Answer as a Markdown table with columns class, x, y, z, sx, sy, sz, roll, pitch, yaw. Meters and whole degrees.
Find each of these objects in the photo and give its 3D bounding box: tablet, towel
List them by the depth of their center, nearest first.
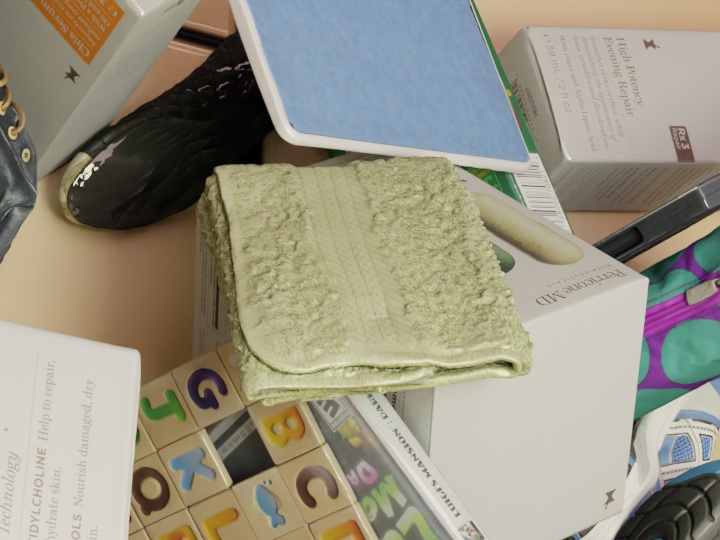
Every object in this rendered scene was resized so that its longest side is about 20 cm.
| class | x | y | z | sx | sy | sz | roll | pitch | yaw |
| --- | --- | --- | --- | --- | --- | --- | --- | --- | --- |
| towel | 0.000 | 0.000 | 1.343 | 0.148 | 0.037 | 0.200 | -4 | 32 | -9 |
| tablet | 0.009 | -0.116 | 1.480 | 0.199 | 0.014 | 0.131 | 4 | 58 | -46 |

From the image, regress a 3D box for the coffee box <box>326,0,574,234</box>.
| class | x | y | z | sx | sy | sz | roll | pitch | yaw |
| --- | --- | --- | --- | --- | --- | --- | --- | --- | --- |
| coffee box | 0.042 | -0.072 | 1.593 | 0.044 | 0.123 | 0.201 | -2 | 62 | -47 |

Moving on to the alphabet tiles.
| class | x | y | z | sx | sy | sz | roll | pitch | yaw |
| --- | --- | --- | --- | --- | --- | --- | --- | --- | --- |
| alphabet tiles | -0.062 | 0.145 | 1.388 | 0.008 | 0.167 | 0.201 | -29 | 92 | -54 |

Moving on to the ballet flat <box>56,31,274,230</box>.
| class | x | y | z | sx | sy | sz | roll | pitch | yaw |
| --- | --- | --- | --- | --- | --- | --- | --- | --- | --- |
| ballet flat | -0.105 | -0.081 | 1.577 | 0.200 | 0.057 | 0.067 | -36 | 127 | -36 |

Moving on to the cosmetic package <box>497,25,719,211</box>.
| class | x | y | z | sx | sy | sz | roll | pitch | yaw |
| --- | --- | --- | --- | --- | --- | --- | --- | --- | --- |
| cosmetic package | 0.185 | -0.096 | 1.717 | 0.199 | 0.074 | 0.102 | -3 | 66 | -28 |

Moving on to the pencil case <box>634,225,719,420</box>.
| class | x | y | z | sx | sy | sz | roll | pitch | yaw |
| --- | --- | --- | --- | --- | --- | --- | --- | --- | --- |
| pencil case | 0.161 | 0.038 | 1.546 | 0.092 | 0.200 | 0.085 | 11 | 54 | -58 |

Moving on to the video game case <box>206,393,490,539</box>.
| class | x | y | z | sx | sy | sz | roll | pitch | yaw |
| --- | --- | --- | --- | --- | --- | --- | --- | --- | --- |
| video game case | -0.017 | 0.149 | 1.391 | 0.023 | 0.200 | 0.182 | -30 | 80 | -44 |

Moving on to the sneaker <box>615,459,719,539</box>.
| class | x | y | z | sx | sy | sz | roll | pitch | yaw |
| --- | --- | --- | --- | --- | --- | --- | --- | --- | --- |
| sneaker | 0.170 | 0.198 | 1.511 | 0.082 | 0.073 | 0.200 | 32 | 93 | -18 |

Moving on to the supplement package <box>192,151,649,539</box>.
| class | x | y | z | sx | sy | sz | roll | pitch | yaw |
| --- | --- | --- | --- | --- | --- | --- | --- | --- | --- |
| supplement package | 0.028 | 0.047 | 1.449 | 0.151 | 0.151 | 0.200 | -20 | 37 | -34 |

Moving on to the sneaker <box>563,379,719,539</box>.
| class | x | y | z | sx | sy | sz | roll | pitch | yaw |
| --- | --- | --- | --- | --- | --- | --- | --- | --- | --- |
| sneaker | 0.177 | 0.110 | 1.608 | 0.077 | 0.076 | 0.200 | 49 | 53 | -18 |

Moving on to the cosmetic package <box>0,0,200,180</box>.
| class | x | y | z | sx | sy | sz | roll | pitch | yaw |
| --- | --- | --- | --- | --- | --- | --- | --- | --- | --- |
| cosmetic package | -0.163 | -0.139 | 1.473 | 0.102 | 0.200 | 0.071 | 49 | 53 | 4 |

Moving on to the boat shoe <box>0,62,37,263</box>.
| class | x | y | z | sx | sy | sz | roll | pitch | yaw |
| --- | --- | --- | --- | --- | --- | --- | --- | --- | --- |
| boat shoe | -0.210 | -0.093 | 1.448 | 0.091 | 0.201 | 0.071 | 11 | 23 | -29 |

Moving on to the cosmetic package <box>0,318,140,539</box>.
| class | x | y | z | sx | sy | sz | roll | pitch | yaw |
| --- | --- | --- | --- | --- | --- | --- | --- | --- | --- |
| cosmetic package | -0.231 | 0.122 | 1.313 | 0.199 | 0.167 | 0.167 | 14 | 59 | -20 |

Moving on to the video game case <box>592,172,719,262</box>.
| class | x | y | z | sx | sy | sz | roll | pitch | yaw |
| --- | --- | --- | --- | --- | --- | --- | --- | --- | --- |
| video game case | 0.177 | -0.027 | 1.585 | 0.143 | 0.200 | 0.019 | -26 | 85 | -42 |
